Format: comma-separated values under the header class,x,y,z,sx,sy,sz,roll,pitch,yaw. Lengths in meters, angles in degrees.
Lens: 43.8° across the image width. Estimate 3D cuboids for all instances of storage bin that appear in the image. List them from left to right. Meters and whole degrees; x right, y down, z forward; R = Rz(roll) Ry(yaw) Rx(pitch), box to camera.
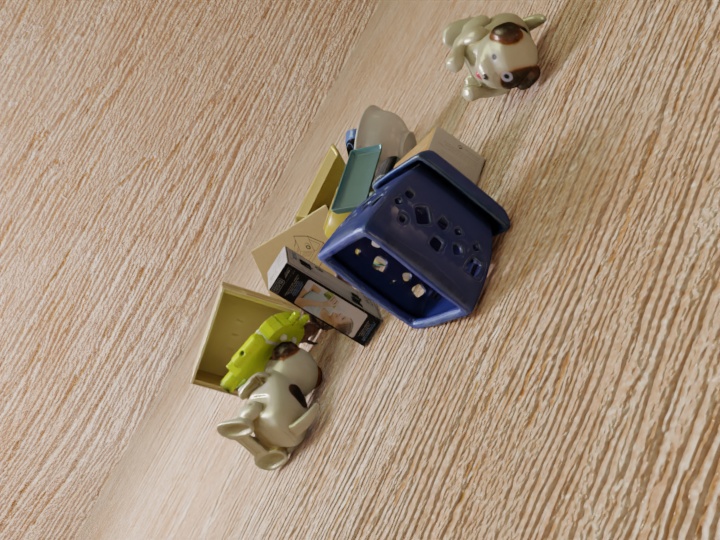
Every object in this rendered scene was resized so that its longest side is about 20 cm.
class,x,y,z,sx,sy,sz,roll,pitch,yaw
storage bin,-0.221,0.150,1.814,0.094,0.197,0.201,-144,73,-75

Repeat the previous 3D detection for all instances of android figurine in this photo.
class,x,y,z,sx,sy,sz,roll,pitch,yaw
android figurine,-0.175,0.153,1.692,0.200,0.041,0.182,-47,-22,4

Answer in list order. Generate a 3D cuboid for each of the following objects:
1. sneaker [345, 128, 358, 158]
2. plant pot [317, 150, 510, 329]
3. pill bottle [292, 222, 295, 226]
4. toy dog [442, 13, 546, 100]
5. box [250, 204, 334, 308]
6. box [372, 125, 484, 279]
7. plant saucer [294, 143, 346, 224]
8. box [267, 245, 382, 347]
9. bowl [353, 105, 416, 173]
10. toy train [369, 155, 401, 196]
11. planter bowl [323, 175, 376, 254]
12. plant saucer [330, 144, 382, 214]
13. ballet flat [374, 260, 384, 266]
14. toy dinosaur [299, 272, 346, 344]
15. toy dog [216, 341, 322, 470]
class,x,y,z,sx,sy,sz,roll,pitch,yaw
sneaker,0.013,-0.222,1.957,0.070,0.200,0.078,-3,57,20
plant pot,0.085,-0.049,1.294,0.180,0.200,0.200,-57,13,-21
pill bottle,-0.112,-0.064,2.112,0.120,0.119,0.200,-50,16,29
toy dog,0.244,-0.366,1.536,0.193,0.140,0.200,-18,21,6
box,-0.119,-0.019,1.884,0.199,0.164,0.021,-30,-14,16
box,0.106,-0.113,1.515,0.152,0.106,0.201,-38,25,54
plant saucer,-0.082,-0.174,1.992,0.201,0.048,0.200,-63,12,11
box,-0.064,0.045,1.576,0.060,0.199,0.117,-55,13,9
bowl,0.063,-0.245,1.876,0.201,0.090,0.203,4,-90,-69
toy train,0.064,-0.115,1.639,0.085,0.114,0.201,-38,25,54
planter bowl,-0.022,-0.109,1.767,0.200,0.083,0.202,-161,90,-88
plant saucer,-0.004,-0.175,1.715,0.069,0.019,0.201,-8,40,21
ballet flat,0.045,-0.085,1.719,0.071,0.070,0.200,-50,14,30
toy dinosaur,-0.064,0.058,1.719,0.086,0.136,0.200,-23,-3,-40
toy dog,-0.145,0.224,1.617,0.194,0.139,0.201,-35,25,39
